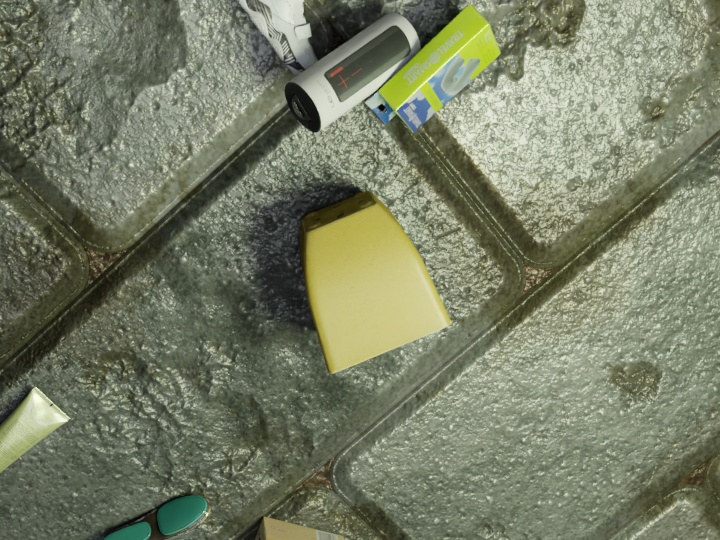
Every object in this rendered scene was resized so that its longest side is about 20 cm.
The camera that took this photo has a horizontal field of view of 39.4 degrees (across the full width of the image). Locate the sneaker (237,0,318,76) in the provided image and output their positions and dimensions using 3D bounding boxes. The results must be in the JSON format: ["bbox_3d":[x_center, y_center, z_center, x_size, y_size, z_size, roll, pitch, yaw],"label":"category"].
[{"bbox_3d":[-0.088,-0.361,1.402,0.114,0.075,0.201,-36,109,8],"label":"sneaker"}]

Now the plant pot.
[{"bbox_3d":[0.000,0.000,1.498,0.191,0.196,0.203,-22,106,0],"label":"plant pot"}]

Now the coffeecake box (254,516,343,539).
[{"bbox_3d":[-0.128,0.547,1.745,0.151,0.073,0.203,17,107,-15],"label":"coffeecake box"}]

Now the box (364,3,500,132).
[{"bbox_3d":[0.106,-0.279,1.442,0.200,0.122,0.048,-42,74,7],"label":"box"}]

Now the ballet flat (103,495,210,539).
[{"bbox_3d":[-0.334,0.436,1.682,0.197,0.072,0.073,-24,113,1],"label":"ballet flat"}]

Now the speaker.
[{"bbox_3d":[-0.011,-0.277,1.402,0.199,0.081,0.082,-38,115,-23],"label":"speaker"}]

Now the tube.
[{"bbox_3d":[-0.558,0.274,1.589,0.200,0.052,0.058,-42,153,4],"label":"tube"}]
